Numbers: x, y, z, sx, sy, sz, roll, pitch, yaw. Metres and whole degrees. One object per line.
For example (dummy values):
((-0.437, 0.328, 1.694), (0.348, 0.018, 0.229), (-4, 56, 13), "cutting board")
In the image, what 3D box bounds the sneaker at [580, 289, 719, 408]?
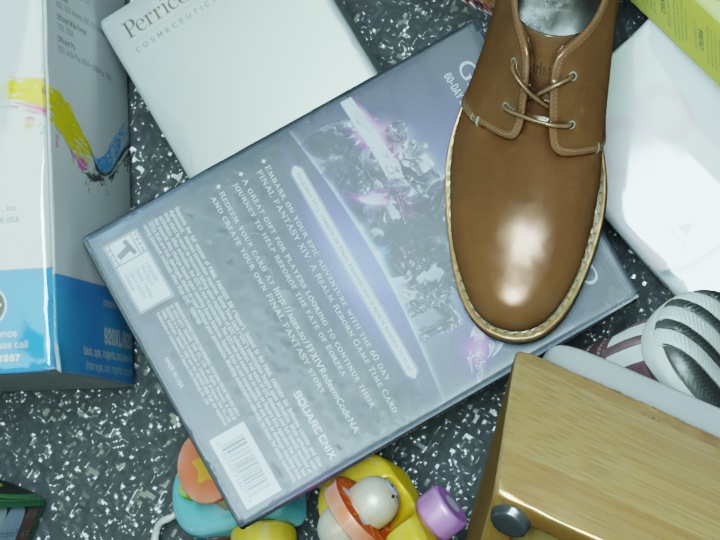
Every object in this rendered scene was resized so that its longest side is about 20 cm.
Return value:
((0.162, 0.097, 1.053), (0.200, 0.115, 0.076), (53, 50, -16), "sneaker")

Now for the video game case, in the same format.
((0.000, 0.000, 1.026), (0.199, 0.019, 0.143), (-29, 81, -6), "video game case")

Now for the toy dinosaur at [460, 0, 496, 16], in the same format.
((-0.041, -0.188, 1.075), (0.105, 0.181, 0.201), (-23, 102, -31), "toy dinosaur")

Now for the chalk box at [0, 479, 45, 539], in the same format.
((-0.229, 0.141, 1.077), (0.199, 0.125, 0.125), (22, 89, 11), "chalk box")

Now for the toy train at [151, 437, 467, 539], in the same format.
((-0.037, 0.140, 1.040), (0.199, 0.056, 0.151), (28, 86, 38), "toy train")

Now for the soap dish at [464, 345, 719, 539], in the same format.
((0.114, 0.134, 0.988), (0.156, 0.201, 0.081), (24, 54, 10), "soap dish")

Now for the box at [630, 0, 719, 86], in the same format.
((0.194, -0.098, 1.010), (0.075, 0.050, 0.200), (-35, 58, -12), "box")

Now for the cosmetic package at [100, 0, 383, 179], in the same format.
((-0.023, -0.052, 1.088), (0.101, 0.071, 0.201), (-33, 80, 5), "cosmetic package")

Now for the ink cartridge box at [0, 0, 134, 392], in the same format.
((-0.189, -0.047, 1.076), (0.146, 0.145, 0.202), (-3, 85, 9), "ink cartridge box")

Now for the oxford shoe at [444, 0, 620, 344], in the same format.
((0.072, -0.070, 0.992), (0.071, 0.071, 0.202), (7, 88, 7), "oxford shoe")

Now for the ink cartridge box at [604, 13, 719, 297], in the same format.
((0.203, -0.069, 1.066), (0.200, 0.057, 0.163), (-43, 80, 8), "ink cartridge box")
